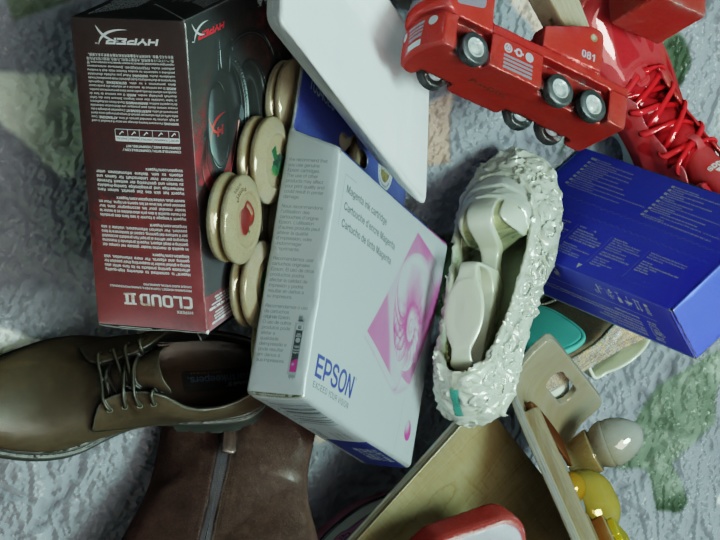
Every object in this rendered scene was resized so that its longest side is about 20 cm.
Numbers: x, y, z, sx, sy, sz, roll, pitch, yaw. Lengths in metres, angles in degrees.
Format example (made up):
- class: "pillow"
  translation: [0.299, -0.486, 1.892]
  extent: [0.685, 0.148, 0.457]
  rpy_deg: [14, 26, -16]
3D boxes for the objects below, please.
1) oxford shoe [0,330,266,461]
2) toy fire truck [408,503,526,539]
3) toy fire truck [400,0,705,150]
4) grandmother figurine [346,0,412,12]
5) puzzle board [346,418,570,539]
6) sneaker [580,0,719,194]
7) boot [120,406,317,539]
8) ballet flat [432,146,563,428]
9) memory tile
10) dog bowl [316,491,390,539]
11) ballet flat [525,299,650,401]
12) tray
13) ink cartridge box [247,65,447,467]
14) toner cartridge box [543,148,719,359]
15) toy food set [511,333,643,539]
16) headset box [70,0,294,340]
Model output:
- class: "oxford shoe"
  translation: [-0.144, 0.062, 1.481]
  extent: [0.199, 0.084, 0.073]
  rpy_deg: [-10, 76, -15]
- class: "toy fire truck"
  translation: [0.054, 0.252, 1.552]
  extent: [0.167, 0.112, 0.201]
  rpy_deg: [-18, 112, -23]
- class: "toy fire truck"
  translation: [0.119, -0.153, 1.552]
  extent: [0.199, 0.049, 0.142]
  rpy_deg: [23, 61, -28]
- class: "grandmother figurine"
  translation: [0.000, -0.207, 1.516]
  extent: [0.200, 0.060, 0.122]
  rpy_deg: [29, 68, -42]
- class: "puzzle board"
  translation: [0.046, 0.200, 1.606]
  extent: [0.200, 0.017, 0.151]
  rpy_deg: [-47, 123, -12]
- class: "sneaker"
  translation: [0.208, -0.095, 1.653]
  extent: [0.078, 0.115, 0.201]
  rpy_deg: [-40, 121, -16]
- class: "boot"
  translation: [-0.122, 0.164, 1.546]
  extent: [0.199, 0.072, 0.167]
  rpy_deg: [-1, 72, 6]
- class: "ballet flat"
  translation: [0.083, -0.001, 1.581]
  extent: [0.072, 0.072, 0.201]
  rpy_deg: [31, 57, -34]
- class: "memory tile"
  translation: [-0.036, -0.044, 1.481]
  extent: [0.201, 0.017, 0.154]
  rpy_deg: [-67, 152, -41]
- class: "dog bowl"
  translation: [0.031, 0.234, 1.659]
  extent: [0.199, 0.074, 0.201]
  rpy_deg: [-10, 109, -29]
- class: "ballet flat"
  translation: [0.141, 0.051, 1.685]
  extent: [0.199, 0.068, 0.068]
  rpy_deg: [-23, 129, -24]
- class: "tray"
  translation: [-0.008, -0.129, 1.453]
  extent: [0.200, 0.022, 0.108]
  rpy_deg: [49, 38, -52]
- class: "ink cartridge box"
  translation: [0.000, 0.000, 1.504]
  extent: [0.196, 0.043, 0.201]
  rpy_deg: [37, 61, -65]
- class: "toner cartridge box"
  translation: [0.174, -0.014, 1.603]
  extent: [0.095, 0.200, 0.043]
  rpy_deg: [-40, 121, -16]
- class: "toy food set"
  translation: [0.165, 0.150, 1.600]
  extent: [0.060, 0.201, 0.144]
  rpy_deg: [-27, 154, 8]
- class: "headset box"
  translation: [-0.093, -0.063, 1.459]
  extent: [0.149, 0.075, 0.201]
  rpy_deg: [-36, 127, -61]
